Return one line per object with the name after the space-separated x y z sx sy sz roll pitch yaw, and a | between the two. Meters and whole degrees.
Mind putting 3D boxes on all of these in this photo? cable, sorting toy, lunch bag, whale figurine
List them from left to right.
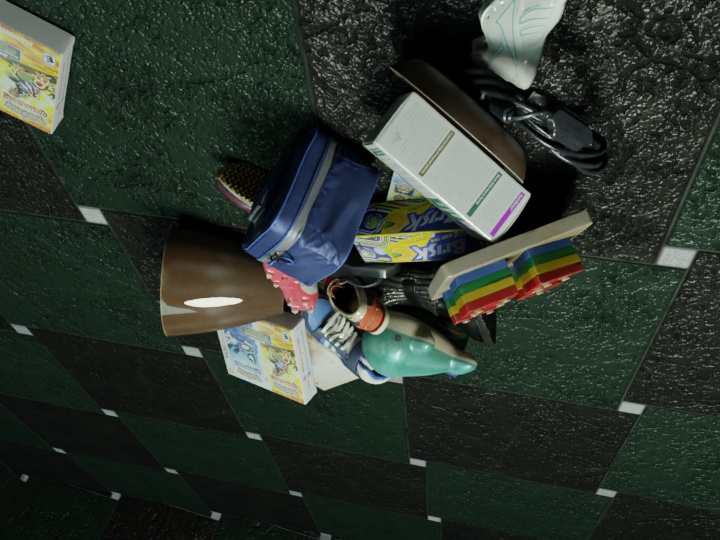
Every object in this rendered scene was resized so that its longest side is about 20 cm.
-0.078 -0.084 0.967 0.132 0.202 0.136 31 149 -19 | lunch bag
0.094 0.145 1.208 0.198 0.105 0.159 24 167 -4 | whale figurine
0.202 0.008 0.959 0.197 0.070 0.200 -21 170 -3 | sorting toy
0.192 -0.165 0.788 0.199 0.051 0.163 13 -160 -42 | cable

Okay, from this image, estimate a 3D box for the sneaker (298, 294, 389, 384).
-0.016 0.127 1.299 0.201 0.081 0.146 53 161 -26 | sneaker

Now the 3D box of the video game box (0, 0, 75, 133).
-0.504 -0.297 0.973 0.198 0.047 0.182 25 148 -14 | video game box

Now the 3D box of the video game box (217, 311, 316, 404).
-0.185 0.146 1.350 0.198 0.047 0.184 15 132 29 | video game box

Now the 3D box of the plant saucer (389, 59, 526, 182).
0.117 -0.175 0.800 0.199 0.201 0.032 36 103 -28 | plant saucer

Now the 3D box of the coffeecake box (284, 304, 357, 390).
-0.099 0.155 1.442 0.199 0.074 0.153 33 143 -25 | coffeecake box

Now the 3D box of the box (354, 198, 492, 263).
0.091 -0.058 1.026 0.198 0.065 0.070 -3 143 25 | box

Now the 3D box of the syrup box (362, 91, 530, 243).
0.107 -0.126 0.884 0.199 0.082 0.079 39 -179 -14 | syrup box

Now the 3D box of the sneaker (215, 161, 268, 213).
-0.140 -0.089 1.099 0.198 0.076 0.090 27 141 -15 | sneaker

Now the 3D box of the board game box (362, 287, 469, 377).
0.098 0.115 1.302 0.198 0.029 0.135 23 148 14 | board game box

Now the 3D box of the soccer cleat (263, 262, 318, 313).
-0.110 -0.003 1.152 0.066 0.077 0.201 -3 148 11 | soccer cleat

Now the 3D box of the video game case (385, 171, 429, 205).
0.113 -0.113 1.011 0.141 0.018 0.201 15 147 1 | video game case

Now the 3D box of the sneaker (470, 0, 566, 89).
0.162 -0.268 0.715 0.079 0.071 0.201 17 148 2 | sneaker

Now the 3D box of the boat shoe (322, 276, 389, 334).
-0.021 0.043 1.178 0.062 0.072 0.200 27 -173 -32 | boat shoe

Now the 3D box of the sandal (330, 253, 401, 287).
0.000 0.000 1.144 0.199 0.076 0.043 2 112 56 | sandal

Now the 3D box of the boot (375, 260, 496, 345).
0.133 0.055 1.193 0.156 0.080 0.212 -10 135 30 | boot

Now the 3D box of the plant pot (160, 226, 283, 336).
-0.230 0.023 1.232 0.197 0.189 0.188 2 147 -5 | plant pot
